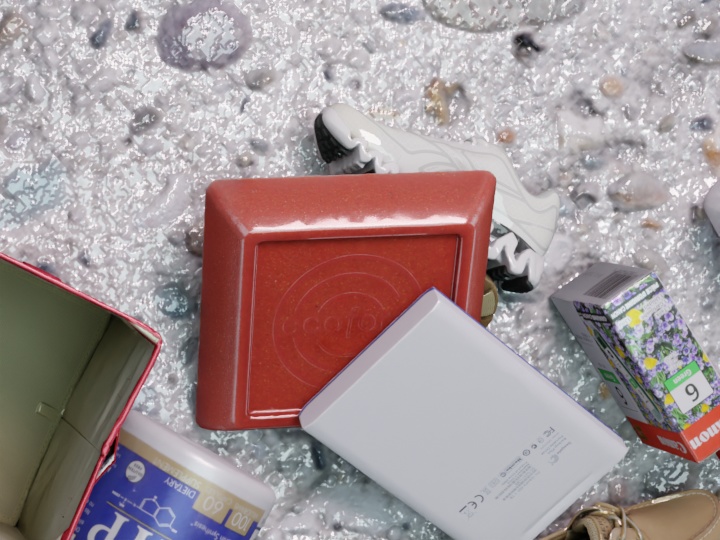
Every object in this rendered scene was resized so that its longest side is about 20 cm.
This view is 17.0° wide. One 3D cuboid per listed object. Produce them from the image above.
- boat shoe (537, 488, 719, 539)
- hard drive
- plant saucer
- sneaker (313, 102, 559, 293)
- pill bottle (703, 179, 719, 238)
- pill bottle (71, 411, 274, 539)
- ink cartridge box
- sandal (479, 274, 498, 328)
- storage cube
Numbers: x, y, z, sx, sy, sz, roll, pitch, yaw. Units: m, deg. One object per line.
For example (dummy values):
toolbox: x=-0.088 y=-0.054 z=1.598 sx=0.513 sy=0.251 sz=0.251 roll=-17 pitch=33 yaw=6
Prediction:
boat shoe: x=0.177 y=0.203 z=1.720 sx=0.200 sy=0.071 sz=0.065 roll=-26 pitch=130 yaw=-16
hard drive: x=0.073 y=0.113 z=1.675 sx=0.132 sy=0.025 sz=0.200 roll=-44 pitch=120 yaw=14
plant saucer: x=-0.008 y=0.030 z=1.642 sx=0.199 sy=0.037 sz=0.200 roll=-2 pitch=121 yaw=-12
sneaker: x=0.054 y=-0.065 z=1.689 sx=0.200 sy=0.075 sz=0.081 roll=34 pitch=75 yaw=-20
pill bottle: x=0.344 y=0.007 z=1.739 sx=0.120 sy=0.120 sz=0.200 roll=-33 pitch=102 yaw=-10
pill bottle: x=-0.155 y=0.207 z=1.614 sx=0.120 sy=0.120 sz=0.200 roll=30 pitch=86 yaw=-15
ink cartridge box: x=0.221 y=0.090 z=1.716 sx=0.050 sy=0.109 sz=0.200 roll=-34 pitch=101 yaw=-10
sandal: x=0.000 y=0.000 z=1.680 sx=0.200 sy=0.054 sz=0.080 roll=14 pitch=117 yaw=-21
storage cube: x=-0.253 y=0.071 z=1.555 sx=0.200 sy=0.180 sz=0.171 roll=26 pitch=87 yaw=-14
